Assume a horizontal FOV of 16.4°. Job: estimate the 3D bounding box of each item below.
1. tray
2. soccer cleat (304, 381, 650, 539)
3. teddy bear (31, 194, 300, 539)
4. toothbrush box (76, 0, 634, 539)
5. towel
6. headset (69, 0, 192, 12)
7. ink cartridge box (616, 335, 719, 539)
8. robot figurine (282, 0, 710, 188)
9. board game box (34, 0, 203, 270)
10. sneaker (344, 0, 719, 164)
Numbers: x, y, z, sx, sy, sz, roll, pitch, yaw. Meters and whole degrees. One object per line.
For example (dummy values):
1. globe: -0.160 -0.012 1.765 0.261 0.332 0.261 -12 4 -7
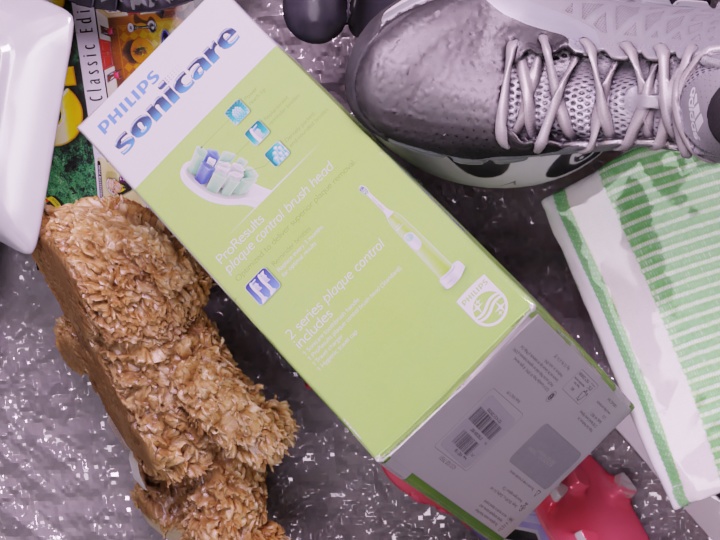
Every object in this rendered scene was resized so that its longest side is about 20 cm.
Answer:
1. tray: -0.204 -0.088 1.091 0.200 0.022 0.108 26 113 38
2. soccer cleat: 0.058 0.093 1.106 0.200 0.067 0.076 49 126 -2
3. teddy bear: -0.080 0.051 1.102 0.067 0.145 0.201 -29 102 -20
4. toothbrush box: 0.000 0.000 1.001 0.086 0.146 0.200 -44 63 3
5. towel: 0.188 -0.002 0.994 0.199 0.023 0.153 -23 92 20
6. headset: -0.133 -0.184 1.061 0.199 0.094 0.124 13 106 -5
7. ink cartridge box: 0.206 0.051 1.049 0.200 0.067 0.116 -41 92 20
8. robot figurine: 0.059 -0.133 1.007 0.150 0.125 0.201 13 107 24
9. board game box: -0.109 -0.101 1.114 0.104 0.023 0.201 -4 103 17
10. sneaker: 0.098 -0.069 0.907 0.199 0.116 0.075 -2 104 -8
